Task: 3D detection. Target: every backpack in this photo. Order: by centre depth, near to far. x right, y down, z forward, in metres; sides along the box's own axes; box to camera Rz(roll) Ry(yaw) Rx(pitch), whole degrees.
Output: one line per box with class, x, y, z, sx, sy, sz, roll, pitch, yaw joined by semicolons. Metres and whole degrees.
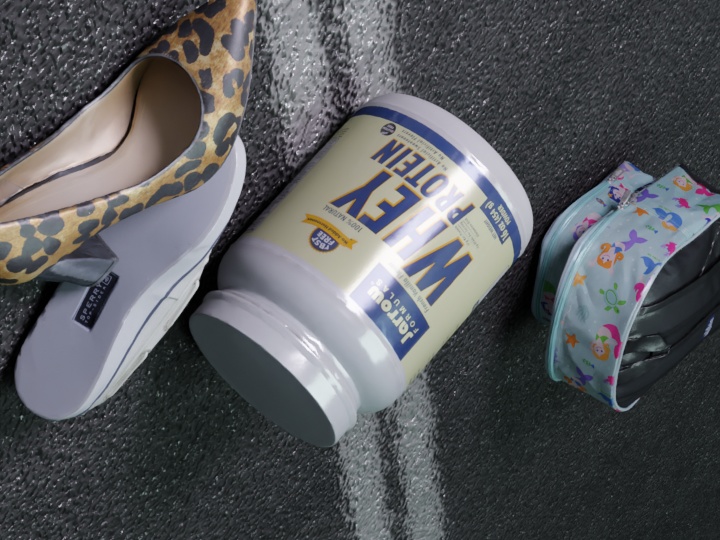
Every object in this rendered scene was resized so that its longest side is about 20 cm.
backpack;0.231;0.015;1.794;0.200;0.150;0.178;-44;150;-43

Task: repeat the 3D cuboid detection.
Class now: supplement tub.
supplement tub;0.000;0.000;1.357;0.200;0.145;0.145;-48;154;-19

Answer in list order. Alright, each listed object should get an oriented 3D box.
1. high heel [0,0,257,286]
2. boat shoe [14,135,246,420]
high heel;-0.133;-0.074;1.114;0.200;0.071;0.143;-56;158;10
boat shoe;-0.125;0.000;1.225;0.200;0.071;0.070;-59;165;9
